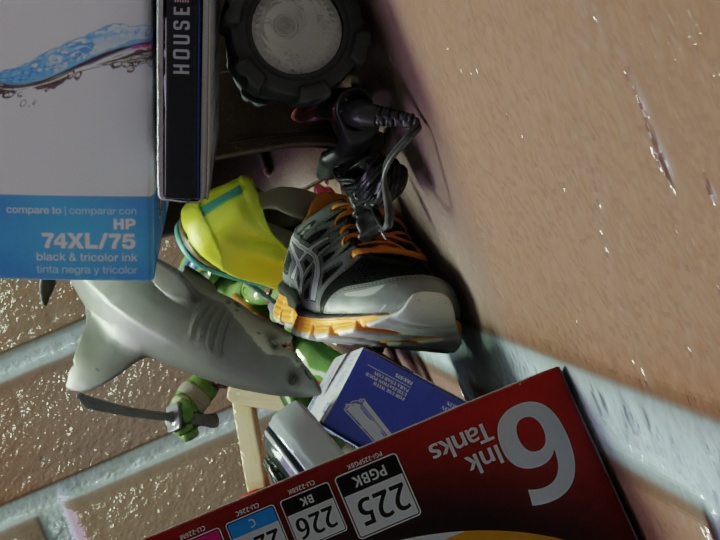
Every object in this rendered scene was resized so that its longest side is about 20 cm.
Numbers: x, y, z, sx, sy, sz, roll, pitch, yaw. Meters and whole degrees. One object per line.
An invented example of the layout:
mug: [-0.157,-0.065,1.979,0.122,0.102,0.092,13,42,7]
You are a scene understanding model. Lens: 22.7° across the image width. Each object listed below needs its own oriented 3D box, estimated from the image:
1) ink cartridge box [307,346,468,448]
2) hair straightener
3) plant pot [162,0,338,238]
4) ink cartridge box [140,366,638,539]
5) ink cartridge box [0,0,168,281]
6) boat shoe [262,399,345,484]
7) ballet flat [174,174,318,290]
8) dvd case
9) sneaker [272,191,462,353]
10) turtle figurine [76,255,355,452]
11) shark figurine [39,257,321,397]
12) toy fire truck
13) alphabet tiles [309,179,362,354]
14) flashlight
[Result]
ink cartridge box: [0.024,0.081,0.923,0.094,0.044,0.200,29,174,-1]
hair straightener: [0.006,-0.053,0.867,0.200,0.041,0.077,-169,56,-78]
plant pot: [-0.129,-0.133,1.067,0.200,0.200,0.199,107,147,-82]
ink cartridge box: [0.020,0.160,0.701,0.084,0.200,0.176,92,154,-76]
ink cartridge box: [-0.162,-0.117,0.837,0.147,0.146,0.200,-92,4,-63]
boat shoe: [-0.010,0.153,0.850,0.072,0.071,0.200,47,164,58]
ballet flat: [-0.026,-0.013,1.073,0.200,0.067,0.067,21,-147,-52]
dvd case: [-0.075,-0.144,0.806,0.150,0.025,0.200,-98,11,-75]
sneaker: [0.000,0.000,0.941,0.200,0.078,0.077,-166,85,-70]
turtle figurine: [-0.063,0.076,1.155,0.194,0.144,0.200,38,-172,1]
shark figurine: [-0.134,0.020,0.946,0.214,0.090,0.128,29,178,42]
toy fire truck: [-0.047,0.088,1.334,0.200,0.141,0.049,66,-165,7]
alphabet tiles: [-0.066,-0.011,1.254,0.200,0.008,0.167,21,130,45]
flashlight: [-0.038,-0.108,0.872,0.200,0.068,0.068,-175,66,-82]
